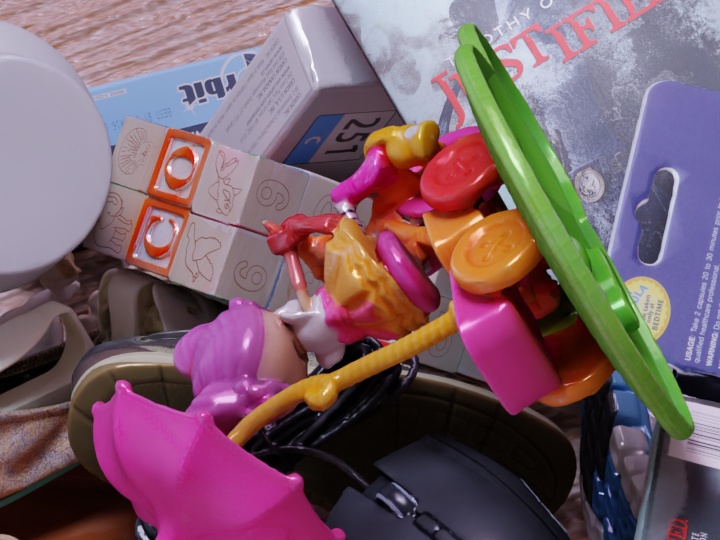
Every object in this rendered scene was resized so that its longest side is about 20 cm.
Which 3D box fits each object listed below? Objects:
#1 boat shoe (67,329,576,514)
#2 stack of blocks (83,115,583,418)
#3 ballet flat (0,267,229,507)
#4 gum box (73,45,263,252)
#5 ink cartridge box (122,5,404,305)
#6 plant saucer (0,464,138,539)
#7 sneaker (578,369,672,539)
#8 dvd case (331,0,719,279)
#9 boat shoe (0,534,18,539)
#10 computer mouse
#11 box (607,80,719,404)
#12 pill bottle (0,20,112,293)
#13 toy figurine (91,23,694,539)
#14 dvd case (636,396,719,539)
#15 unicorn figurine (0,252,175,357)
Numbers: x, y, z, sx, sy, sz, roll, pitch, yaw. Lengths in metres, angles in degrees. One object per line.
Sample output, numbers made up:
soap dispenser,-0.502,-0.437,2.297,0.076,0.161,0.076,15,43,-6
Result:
boat shoe,-0.015,0.055,1.132,0.200,0.072,0.066,7,26,-12
stack of blocks,0.000,0.000,1.197,0.200,0.059,0.115,20,-2,-44
ballet flat,-0.104,0.039,1.174,0.068,0.067,0.200,16,31,42
gum box,-0.084,-0.058,1.392,0.170,0.045,0.200,-15,-7,-18
ink cartridge box,0.007,-0.051,1.308,0.176,0.200,0.045,-7,64,-32
plant saucer,-0.140,0.112,1.137,0.200,0.032,0.200,-5,22,2
sneaker,0.134,0.087,1.085,0.086,0.075,0.200,-3,30,-8
dvd case,0.083,-0.086,1.145,0.146,0.200,0.022,-31,-16,6
boat shoe,-0.165,0.162,0.953,0.074,0.067,0.200,8,37,27
computer mouse,0.003,0.111,1.013,0.140,0.046,0.200,-36,54,-8
box,0.189,0.006,1.064,0.199,0.032,0.121,14,63,3
pill bottle,-0.169,-0.048,1.178,0.113,0.113,0.200,-15,11,-20
toy figurine,-0.008,0.021,0.997,0.184,0.150,0.200,-30,33,8
dvd case,0.190,0.107,0.963,0.200,0.022,0.146,15,29,2
unicorn figurine,-0.182,0.043,1.255,0.200,0.074,0.137,2,-21,-32
